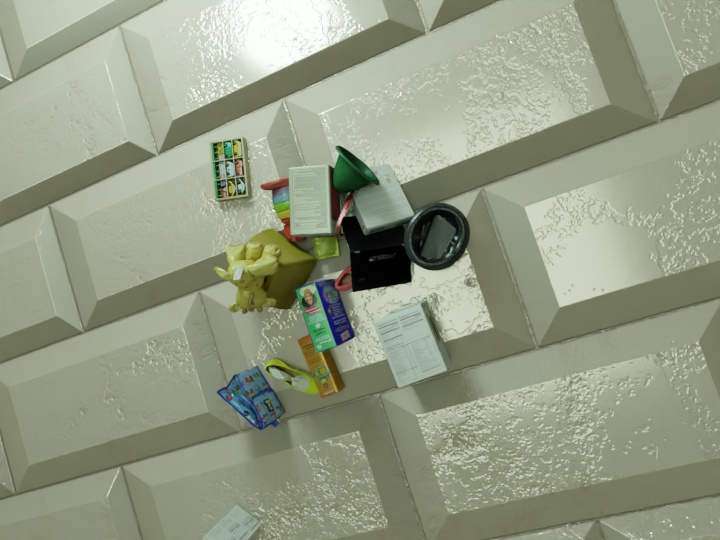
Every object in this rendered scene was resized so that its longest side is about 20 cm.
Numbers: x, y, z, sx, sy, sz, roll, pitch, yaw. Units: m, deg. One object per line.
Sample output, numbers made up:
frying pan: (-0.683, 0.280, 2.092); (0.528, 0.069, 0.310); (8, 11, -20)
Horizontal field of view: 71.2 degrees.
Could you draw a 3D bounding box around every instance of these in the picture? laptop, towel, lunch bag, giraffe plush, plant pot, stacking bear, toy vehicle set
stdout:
laptop: (0.046, -0.060, 1.523); (0.187, 0.116, 0.200); (-9, 114, -13)
towel: (-0.120, -0.138, 1.609); (0.086, 0.018, 0.200); (-10, 88, 15)
lunch bag: (-0.331, 0.419, 1.597); (0.094, 0.151, 0.200); (-43, 80, 11)
giraffe plush: (-0.304, 0.034, 1.410); (0.172, 0.200, 0.162); (6, 125, 13)
plant pot: (-0.291, 0.001, 1.564); (0.200, 0.176, 0.200); (33, 103, 12)
stacking bear: (-0.221, -0.189, 1.593); (0.114, 0.121, 0.200); (-12, 97, 22)
toy vehicle set: (-0.435, -0.337, 1.683); (0.124, 0.027, 0.200); (-7, 89, 15)

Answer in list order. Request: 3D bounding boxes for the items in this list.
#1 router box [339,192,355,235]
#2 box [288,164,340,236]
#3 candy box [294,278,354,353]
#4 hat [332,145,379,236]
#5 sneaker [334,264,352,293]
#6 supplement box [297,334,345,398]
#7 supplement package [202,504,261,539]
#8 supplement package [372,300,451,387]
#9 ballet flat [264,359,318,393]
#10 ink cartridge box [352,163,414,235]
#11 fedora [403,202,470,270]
router box: (-0.068, -0.207, 1.567); (0.157, 0.052, 0.200); (-3, 90, 6)
box: (-0.134, -0.202, 1.492); (0.128, 0.109, 0.200); (-2, 90, 12)
candy box: (-0.106, 0.134, 1.528); (0.077, 0.169, 0.200); (-22, 85, 17)
hat: (-0.061, -0.241, 1.463); (0.166, 0.200, 0.176); (39, 107, -10)
sneaker: (0.000, 0.000, 1.542); (0.200, 0.087, 0.074); (-43, 81, 9)
supplement box: (-0.123, 0.295, 1.587); (0.066, 0.069, 0.200); (-26, 86, 15)
supplement package: (-0.434, 0.881, 1.601); (0.111, 0.200, 0.156); (32, 98, 12)
supplement package: (0.154, 0.209, 1.471); (0.151, 0.152, 0.200); (-23, 85, 13)
ballet flat: (-0.220, 0.345, 1.611); (0.200, 0.067, 0.067); (24, 95, 13)
ink cartridge box: (0.050, -0.216, 1.520); (0.162, 0.050, 0.200); (-17, 67, -18)
fedora: (0.222, -0.095, 1.479); (0.200, 0.092, 0.201); (0, 85, 5)
